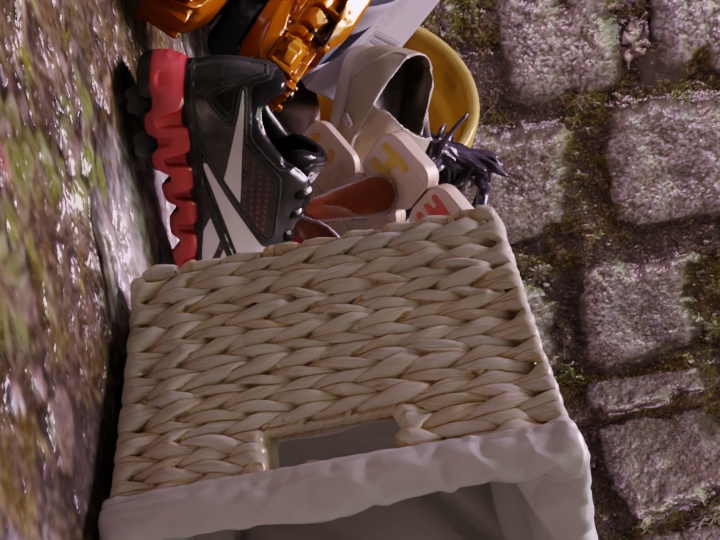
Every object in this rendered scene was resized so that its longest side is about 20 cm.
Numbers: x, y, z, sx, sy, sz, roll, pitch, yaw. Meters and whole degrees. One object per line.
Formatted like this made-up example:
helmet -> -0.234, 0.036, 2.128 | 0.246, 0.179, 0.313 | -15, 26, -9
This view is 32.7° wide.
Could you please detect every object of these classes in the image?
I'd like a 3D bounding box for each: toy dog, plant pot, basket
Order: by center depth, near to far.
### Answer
basket -> 0.001, 0.102, 0.585 | 0.161, 0.198, 0.200 | -97, 176, -47
toy dog -> 0.005, -0.007, 0.782 | 0.200, 0.096, 0.132 | 35, 33, -15
plant pot -> 0.000, -0.116, 1.207 | 0.189, 0.200, 0.201 | 105, -18, -58

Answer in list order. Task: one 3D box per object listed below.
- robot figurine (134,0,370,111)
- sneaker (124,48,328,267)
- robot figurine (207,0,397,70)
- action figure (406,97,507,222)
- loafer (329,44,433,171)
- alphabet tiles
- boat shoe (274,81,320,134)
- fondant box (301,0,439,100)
robot figurine -> -0.040, -0.198, 0.729 | 0.058, 0.145, 0.200 | -33, -154, 60
sneaker -> -0.062, -0.027, 0.676 | 0.071, 0.098, 0.201 | -93, 174, -70
robot figurine -> -0.038, -0.221, 0.888 | 0.200, 0.150, 0.125 | -30, -113, 58
action figure -> 0.058, -0.052, 1.030 | 0.200, 0.119, 0.102 | 84, 25, -61
loafer -> 0.012, -0.088, 0.927 | 0.076, 0.068, 0.200 | 24, 64, -41
alphabet tiles -> 0.000, 0.000, 0.871 | 0.196, 0.200, 0.015 | 50, 37, 12
boat shoe -> -0.068, -0.101, 1.013 | 0.065, 0.072, 0.200 | -38, -113, 46
fondant box -> -0.020, -0.256, 1.036 | 0.058, 0.144, 0.200 | 17, 33, -44
